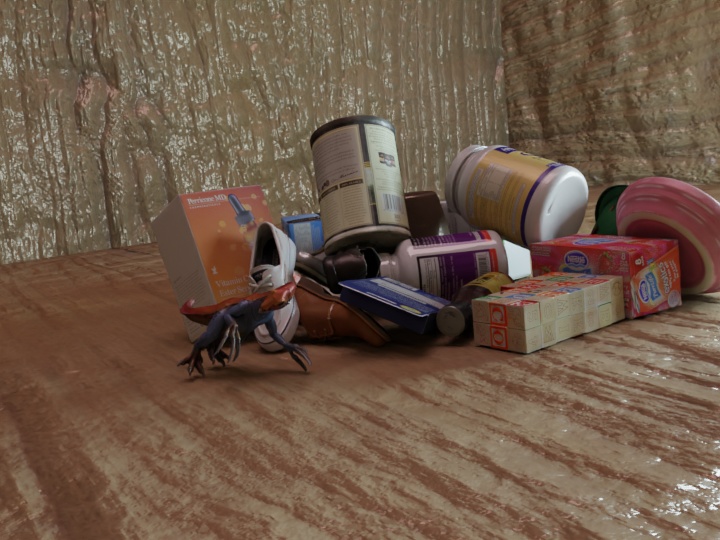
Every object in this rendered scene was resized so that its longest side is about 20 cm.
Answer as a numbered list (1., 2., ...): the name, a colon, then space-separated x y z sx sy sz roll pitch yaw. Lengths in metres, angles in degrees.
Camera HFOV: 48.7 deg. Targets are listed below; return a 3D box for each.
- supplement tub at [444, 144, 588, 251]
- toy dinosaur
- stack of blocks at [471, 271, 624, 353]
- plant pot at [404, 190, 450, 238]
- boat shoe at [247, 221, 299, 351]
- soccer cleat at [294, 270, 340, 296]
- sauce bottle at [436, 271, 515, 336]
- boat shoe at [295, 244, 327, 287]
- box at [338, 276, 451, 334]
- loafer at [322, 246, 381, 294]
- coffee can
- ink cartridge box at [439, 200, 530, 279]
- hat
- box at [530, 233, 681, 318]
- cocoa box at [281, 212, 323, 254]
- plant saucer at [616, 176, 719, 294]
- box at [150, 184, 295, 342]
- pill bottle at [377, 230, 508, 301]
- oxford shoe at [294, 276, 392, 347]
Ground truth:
1. supplement tub: 0.250 -0.121 1.297 0.145 0.146 0.200 -13 29 -41
2. toy dinosaur: -0.151 0.053 0.961 0.105 0.200 0.182 0 -44 -54
3. stack of blocks: 0.235 0.050 1.034 0.199 0.059 0.115 -12 10 -37
4. plant pot: 0.086 -0.049 1.421 0.199 0.176 0.200 -7 9 1
5. boat shoe: -0.132 0.019 1.124 0.073 0.065 0.201 -23 48 17
6. soccer cleat: -0.088 0.040 1.270 0.069 0.078 0.199 -14 11 -43
7. sauce bottle: 0.160 0.046 1.093 0.066 0.066 0.200 -2 8 27
8. boat shoe: -0.059 -0.010 1.368 0.074 0.069 0.200 22 -3 22
9. box: 0.050 0.044 1.069 0.121 0.033 0.200 22 8 19
10. loafer: 0.000 0.000 1.199 0.071 0.073 0.200 -14 4 12
11. coffee can: -0.001 -0.132 1.311 0.145 0.201 0.146 -7 -17 -2
12. ink cartridge box: 0.212 -0.061 1.500 0.084 0.147 0.199 -13 12 -42
13. hat: 0.377 -0.017 1.270 0.176 0.166 0.200 -30 -28 -20
14. box: 0.347 0.003 1.144 0.099 0.096 0.200 -12 10 -27
15. cocoa box: -0.095 -0.052 1.703 0.130 0.134 0.200 -8 8 -9
16. plant saucer: 0.444 -0.039 1.129 0.051 0.201 0.200 -43 23 -19
17. box: -0.205 -0.014 1.218 0.152 0.201 0.106 -14 -11 -41
18. pill bottle: 0.127 0.001 1.261 0.199 0.113 0.112 -6 8 -4
19. oxford shoe: -0.034 0.073 1.099 0.200 0.071 0.071 21 -17 48
